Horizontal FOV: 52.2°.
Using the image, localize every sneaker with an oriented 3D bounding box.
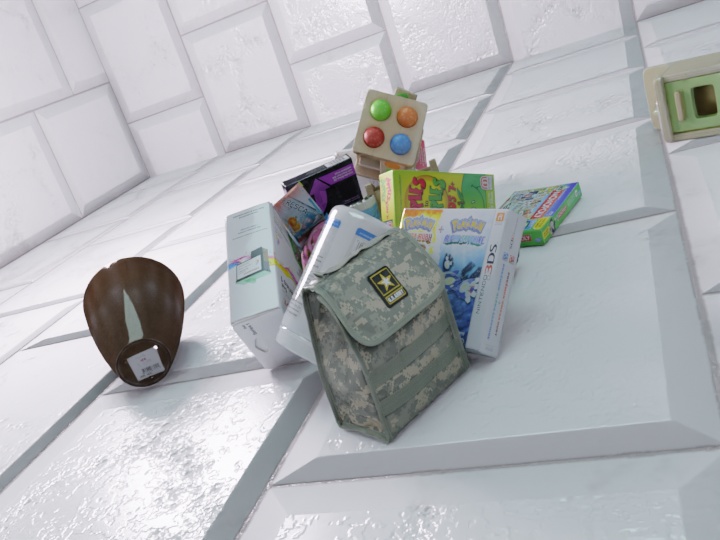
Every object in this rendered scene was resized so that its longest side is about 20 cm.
[{"bbox_3d":[-0.006,-0.056,1.305,0.077,0.092,0.200,-25,-7,-16],"label":"sneaker"}]

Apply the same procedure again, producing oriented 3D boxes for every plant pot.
[{"bbox_3d":[-0.387,0.107,1.288,0.183,0.190,0.201,-23,34,-9],"label":"plant pot"}]

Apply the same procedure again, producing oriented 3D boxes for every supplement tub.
[{"bbox_3d":[-0.020,0.029,0.999,0.131,0.130,0.204,20,85,63],"label":"supplement tub"}]

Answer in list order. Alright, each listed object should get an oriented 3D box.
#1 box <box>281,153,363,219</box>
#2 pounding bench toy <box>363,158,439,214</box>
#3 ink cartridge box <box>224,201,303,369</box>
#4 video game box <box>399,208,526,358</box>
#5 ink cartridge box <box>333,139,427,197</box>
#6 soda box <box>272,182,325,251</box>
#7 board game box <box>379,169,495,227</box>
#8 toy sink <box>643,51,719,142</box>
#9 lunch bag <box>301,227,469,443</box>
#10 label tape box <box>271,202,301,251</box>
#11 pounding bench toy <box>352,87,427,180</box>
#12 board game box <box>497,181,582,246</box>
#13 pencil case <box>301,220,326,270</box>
[{"bbox_3d":[-0.056,-0.101,1.419,0.140,0.204,0.036,-25,28,-12],"label":"box"},{"bbox_3d":[0.082,-0.113,1.327,0.152,0.127,0.200,-18,-2,7],"label":"pounding bench toy"},{"bbox_3d":[-0.141,0.024,1.132,0.082,0.146,0.204,-17,53,8],"label":"ink cartridge box"},{"bbox_3d":[0.118,0.010,0.995,0.046,0.187,0.197,22,-11,-39],"label":"video game box"},{"bbox_3d":[0.046,-0.198,1.593,0.194,0.150,0.085,-8,12,-3],"label":"ink cartridge box"},{"bbox_3d":[-0.102,-0.088,1.271,0.063,0.069,0.200,-40,-3,-4],"label":"soda box"},{"bbox_3d":[0.128,-0.104,1.191,0.195,0.105,0.047,-2,-3,-28],"label":"board game box"},{"bbox_3d":[0.636,-0.331,1.418,0.197,0.133,0.112,0,27,43],"label":"toy sink"},{"bbox_3d":[0.027,0.068,0.881,0.163,0.204,0.116,-33,22,-36],"label":"lunch bag"},{"bbox_3d":[-0.148,-0.048,1.455,0.064,0.146,0.201,-16,20,14],"label":"label tape box"},{"bbox_3d":[0.067,-0.297,1.461,0.121,0.205,0.156,14,-11,4],"label":"pounding bench toy"},{"bbox_3d":[0.297,-0.096,1.301,0.132,0.030,0.200,-6,24,39],"label":"board game box"},{"bbox_3d":[-0.061,-0.022,1.279,0.087,0.082,0.200,-55,0,-17],"label":"pencil case"}]
